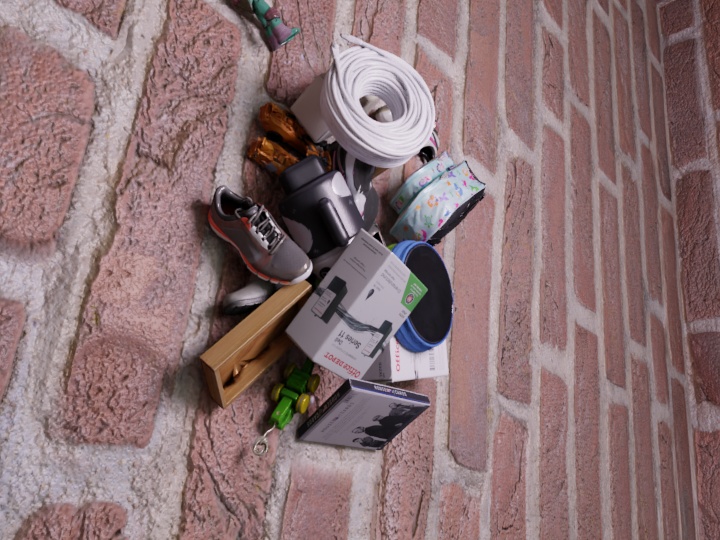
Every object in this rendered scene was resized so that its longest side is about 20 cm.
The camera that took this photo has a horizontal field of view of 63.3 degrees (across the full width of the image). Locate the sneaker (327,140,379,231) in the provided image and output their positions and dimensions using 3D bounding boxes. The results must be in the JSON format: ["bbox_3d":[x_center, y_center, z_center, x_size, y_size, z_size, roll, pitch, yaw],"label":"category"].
[{"bbox_3d":[-0.019,-0.146,1.043,0.080,0.085,0.205,-34,142,-37],"label":"sneaker"}]

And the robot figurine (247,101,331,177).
[{"bbox_3d":[-0.105,-0.204,1.052,0.197,0.057,0.150,27,65,-38],"label":"robot figurine"}]

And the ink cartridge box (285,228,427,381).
[{"bbox_3d":[-0.004,0.063,0.923,0.202,0.083,0.146,-52,142,-1],"label":"ink cartridge box"}]

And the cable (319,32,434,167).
[{"bbox_3d":[0.027,-0.266,0.952,0.194,0.069,0.207,13,65,-20],"label":"cable"}]

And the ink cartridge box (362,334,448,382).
[{"bbox_3d":[0.081,0.132,1.114,0.197,0.082,0.151,8,76,-51],"label":"ink cartridge box"}]

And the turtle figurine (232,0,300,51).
[{"bbox_3d":[-0.182,-0.494,1.020,0.203,0.099,0.150,60,7,-19],"label":"turtle figurine"}]

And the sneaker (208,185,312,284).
[{"bbox_3d":[-0.157,-0.056,0.887,0.197,0.083,0.077,34,56,10],"label":"sneaker"}]

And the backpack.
[{"bbox_3d":[0.146,-0.133,1.210,0.150,0.178,0.200,43,55,0],"label":"backpack"}]

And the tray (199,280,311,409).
[{"bbox_3d":[-0.151,0.106,0.888,0.199,0.037,0.101,-41,150,-33],"label":"tray"}]

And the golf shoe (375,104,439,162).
[{"bbox_3d":[0.109,-0.301,1.279,0.196,0.071,0.096,12,73,-43],"label":"golf shoe"}]

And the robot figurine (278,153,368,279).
[{"bbox_3d":[-0.063,-0.083,0.967,0.205,0.122,0.150,63,27,-9],"label":"robot figurine"}]

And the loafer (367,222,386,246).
[{"bbox_3d":[0.025,-0.058,1.145,0.071,0.062,0.205,-37,107,-42],"label":"loafer"}]

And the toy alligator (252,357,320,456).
[{"bbox_3d":[-0.117,0.220,0.950,0.055,0.058,0.203,89,25,-51],"label":"toy alligator"}]

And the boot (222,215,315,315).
[{"bbox_3d":[-0.166,-0.013,0.954,0.198,0.067,0.134,-24,90,-50],"label":"boot"}]

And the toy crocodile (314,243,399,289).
[{"bbox_3d":[0.000,0.000,1.068,0.195,0.061,0.070,-18,99,-32],"label":"toy crocodile"}]

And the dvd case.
[{"bbox_3d":[0.009,0.252,1.006,0.197,0.151,0.025,22,32,-39],"label":"dvd case"}]

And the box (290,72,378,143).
[{"bbox_3d":[-0.037,-0.313,1.078,0.078,0.094,0.200,50,31,-4],"label":"box"}]

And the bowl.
[{"bbox_3d":[0.112,0.045,1.075,0.198,0.038,0.208,19,66,-49],"label":"bowl"}]

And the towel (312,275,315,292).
[{"bbox_3d":[-0.030,0.086,1.086,0.197,0.022,0.149,26,62,-38],"label":"towel"}]

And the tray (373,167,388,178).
[{"bbox_3d":[0.040,-0.219,1.099,0.037,0.198,0.100,44,52,-16],"label":"tray"}]
